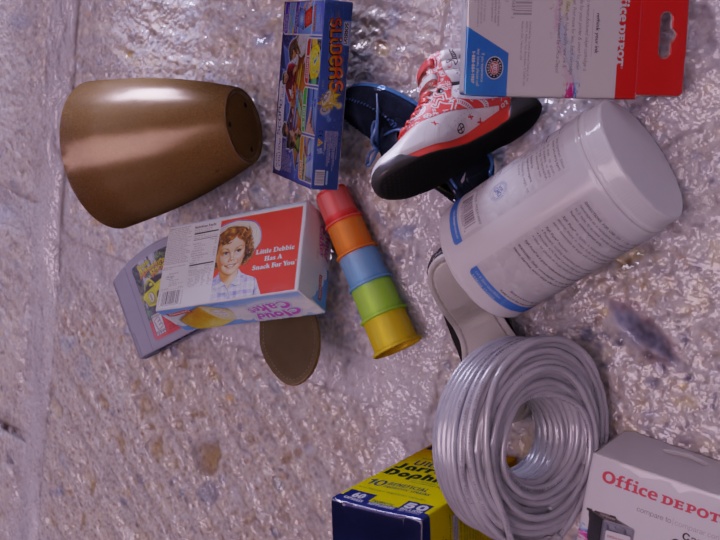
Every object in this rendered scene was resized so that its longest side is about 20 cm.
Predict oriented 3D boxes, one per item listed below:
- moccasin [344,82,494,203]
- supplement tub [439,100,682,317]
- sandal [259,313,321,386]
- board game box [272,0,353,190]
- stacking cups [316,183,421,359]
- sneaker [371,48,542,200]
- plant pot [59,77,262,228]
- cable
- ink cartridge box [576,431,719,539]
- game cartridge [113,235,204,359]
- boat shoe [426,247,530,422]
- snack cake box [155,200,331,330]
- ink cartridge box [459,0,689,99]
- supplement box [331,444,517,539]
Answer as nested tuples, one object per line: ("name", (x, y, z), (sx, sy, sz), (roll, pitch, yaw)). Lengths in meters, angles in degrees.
("moccasin", (0.047, -0.137, 1.058), (0.200, 0.081, 0.068), (30, 68, 30))
("supplement tub", (0.185, -0.053, 0.950), (0.200, 0.132, 0.132), (-34, 77, 34))
("sandal", (-0.087, 0.060, 1.210), (0.078, 0.070, 0.212), (-35, 53, 6))
("board game box", (-0.057, -0.199, 1.123), (0.135, 0.034, 0.201), (-149, 62, -63))
("stacking cups", (0.000, 0.000, 1.137), (0.060, 0.060, 0.201), (-34, 75, 34))
("sneaker", (0.072, -0.151, 0.995), (0.108, 0.201, 0.067), (53, 159, 24))
("plant pot", (-0.227, -0.159, 1.221), (0.199, 0.186, 0.187), (-9, 92, 21))
("cable", (0.158, 0.161, 0.964), (0.069, 0.200, 0.200), (3, 128, 55))
("ink cartridge box", (0.284, 0.276, 0.954), (0.147, 0.085, 0.201), (15, 106, 33))
("game cartridge", (-0.250, 0.026, 1.334), (0.200, 0.041, 0.134), (-27, 77, 35))
("boat shoe", (0.126, 0.065, 1.050), (0.074, 0.060, 0.200), (-26, 102, 14))
("snack cake box", (-0.137, -0.003, 1.182), (0.199, 0.067, 0.115), (-8, 61, 26))
("ink cartridge box", (0.194, -0.218, 0.927), (0.199, 0.067, 0.117), (2, 99, 1))
("supplement box", (0.072, 0.264, 1.033), (0.108, 0.200, 0.110), (4, 100, 35))
